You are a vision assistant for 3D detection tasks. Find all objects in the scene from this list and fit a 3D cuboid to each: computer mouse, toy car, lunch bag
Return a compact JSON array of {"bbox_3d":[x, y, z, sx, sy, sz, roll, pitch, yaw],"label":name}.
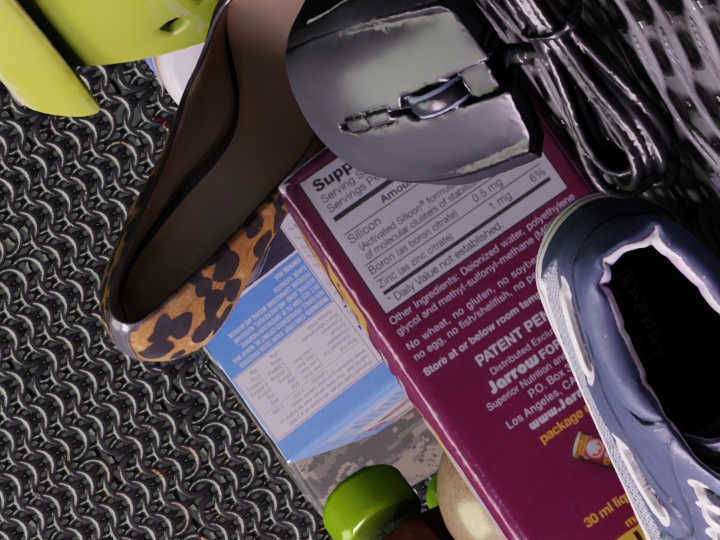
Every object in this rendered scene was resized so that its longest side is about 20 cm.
[{"bbox_3d":[0.006,-0.081,0.612,0.141,0.046,0.200,58,162,-23],"label":"computer mouse"},{"bbox_3d":[0.096,0.120,1.042,0.157,0.201,0.164,-6,-137,-39],"label":"toy car"},{"bbox_3d":[0.000,0.054,1.352,0.168,0.199,0.140,51,175,46],"label":"lunch bag"}]

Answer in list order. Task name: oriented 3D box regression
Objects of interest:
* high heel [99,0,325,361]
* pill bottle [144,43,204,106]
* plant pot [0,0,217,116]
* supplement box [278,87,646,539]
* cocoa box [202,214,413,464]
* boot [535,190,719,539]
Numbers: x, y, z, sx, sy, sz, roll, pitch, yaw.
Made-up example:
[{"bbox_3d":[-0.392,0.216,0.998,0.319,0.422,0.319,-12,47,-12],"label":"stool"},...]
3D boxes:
[{"bbox_3d":[-0.047,-0.063,0.763,0.071,0.202,0.143,20,-162,10],"label":"high heel"},{"bbox_3d":[-0.086,-0.157,1.219,0.112,0.112,0.200,56,178,-22],"label":"pill bottle"},{"bbox_3d":[-0.148,-0.206,0.946,0.200,0.181,0.200,54,179,20],"label":"plant pot"},{"bbox_3d":[0.067,0.030,0.765,0.201,0.103,0.131,56,179,10],"label":"supplement box"},{"bbox_3d":[0.000,0.000,0.949,0.132,0.133,0.200,53,-170,8],"label":"cocoa box"},{"bbox_3d":[0.118,0.069,0.600,0.201,0.072,0.090,57,-177,-6],"label":"boot"}]
